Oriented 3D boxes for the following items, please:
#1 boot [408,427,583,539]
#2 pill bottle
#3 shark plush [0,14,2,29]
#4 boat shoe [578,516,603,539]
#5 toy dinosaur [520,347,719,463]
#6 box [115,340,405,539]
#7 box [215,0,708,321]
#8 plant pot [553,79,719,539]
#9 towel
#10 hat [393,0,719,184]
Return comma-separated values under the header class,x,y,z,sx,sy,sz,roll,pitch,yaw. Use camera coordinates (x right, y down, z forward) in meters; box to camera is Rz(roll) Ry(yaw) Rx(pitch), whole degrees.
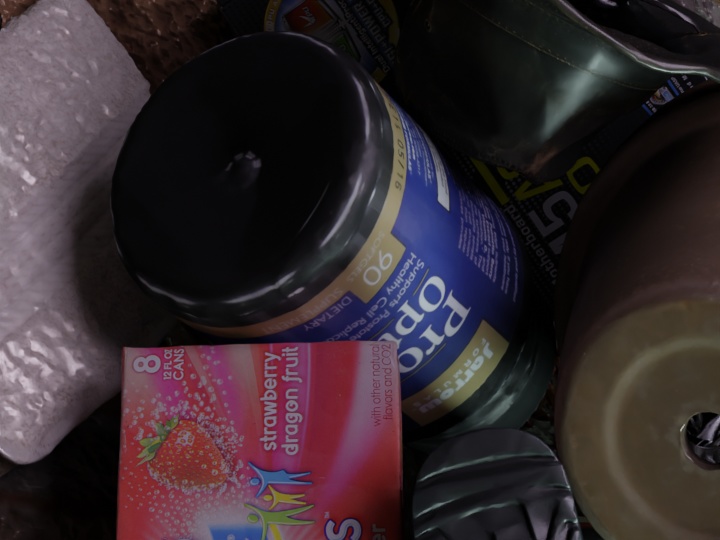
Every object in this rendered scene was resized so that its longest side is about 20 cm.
class,x,y,z,sx,sy,sz,roll,pitch,yaw
boot,0.056,0.158,0.757,0.168,0.076,0.202,69,13,-77
pill bottle,0.000,0.000,0.838,0.200,0.111,0.113,40,40,-54
shark plush,-0.202,-0.110,0.749,0.199,0.083,0.091,-30,74,-39
boat shoe,0.123,0.146,0.893,0.198,0.072,0.063,2,29,-13
toy dinosaur,0.140,0.068,0.986,0.198,0.102,0.137,-6,80,-7
box,-0.033,0.133,0.747,0.102,0.095,0.202,-1,61,1
box,0.059,-0.082,0.942,0.201,0.160,0.044,56,17,-7
plant pot,0.149,0.034,0.812,0.201,0.199,0.174,60,29,-1
towel,-0.124,-0.018,0.815,0.133,0.034,0.200,53,41,-11
hat,0.060,-0.081,0.811,0.199,0.081,0.201,27,14,-7
